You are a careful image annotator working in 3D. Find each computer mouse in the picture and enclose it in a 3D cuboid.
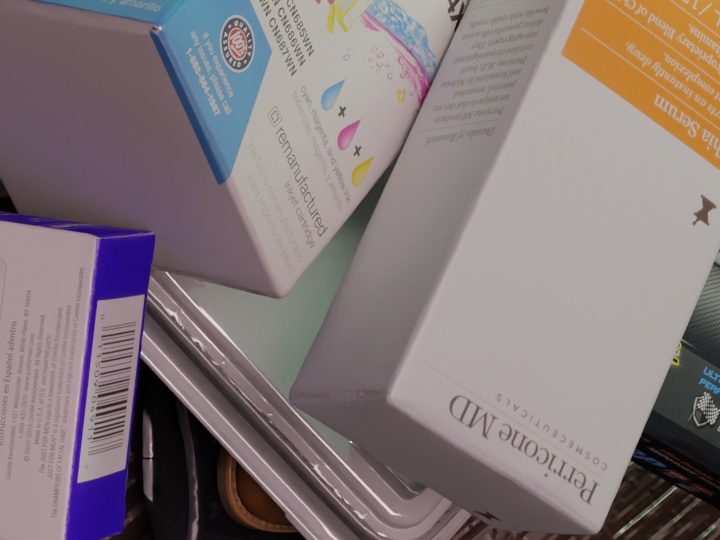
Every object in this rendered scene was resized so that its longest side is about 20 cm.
[{"bbox_3d":[-0.078,0.098,1.192,0.140,0.046,0.201,-12,101,-40],"label":"computer mouse"}]

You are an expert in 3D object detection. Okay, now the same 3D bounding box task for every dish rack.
[{"bbox_3d":[0.000,0.000,1.152,0.200,0.044,0.172,47,65,-6],"label":"dish rack"}]

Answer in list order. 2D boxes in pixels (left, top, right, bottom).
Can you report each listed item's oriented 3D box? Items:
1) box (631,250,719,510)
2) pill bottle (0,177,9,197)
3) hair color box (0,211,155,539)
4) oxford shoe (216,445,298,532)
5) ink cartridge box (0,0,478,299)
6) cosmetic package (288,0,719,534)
[{"bbox_3d":[0.141,0.001,1.175,0.200,0.046,0.160,30,72,-33],"label":"box"},{"bbox_3d":[-0.162,-0.131,1.139,0.115,0.116,0.201,0,87,-21],"label":"pill bottle"},{"bbox_3d":[-0.178,0.028,1.044,0.199,0.065,0.110,8,94,14],"label":"hair color box"},{"bbox_3d":[0.034,0.063,1.210,0.199,0.071,0.072,-15,106,-32],"label":"oxford shoe"},{"bbox_3d":[-0.040,-0.112,1.074,0.200,0.125,0.129,-52,137,-30],"label":"ink cartridge box"},{"bbox_3d":[0.067,-0.019,1.051,0.101,0.071,0.201,32,72,-26],"label":"cosmetic package"}]
